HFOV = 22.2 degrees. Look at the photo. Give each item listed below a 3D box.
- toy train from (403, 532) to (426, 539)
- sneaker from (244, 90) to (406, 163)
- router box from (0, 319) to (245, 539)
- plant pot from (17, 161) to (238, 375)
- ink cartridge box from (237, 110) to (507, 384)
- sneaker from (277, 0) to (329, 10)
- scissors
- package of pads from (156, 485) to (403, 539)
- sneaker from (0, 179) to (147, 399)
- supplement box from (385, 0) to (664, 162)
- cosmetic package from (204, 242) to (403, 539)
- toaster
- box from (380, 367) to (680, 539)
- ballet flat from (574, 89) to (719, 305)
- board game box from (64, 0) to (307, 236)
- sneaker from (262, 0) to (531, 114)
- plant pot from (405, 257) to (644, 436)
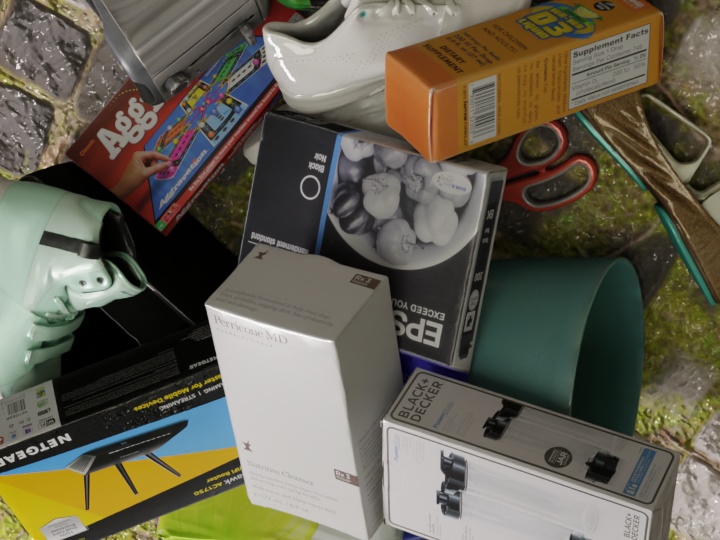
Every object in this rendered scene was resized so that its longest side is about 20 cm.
[{"bbox_3d":[0.002,0.278,1.562,0.200,0.116,0.085,-16,120,23],"label":"toy train"},{"bbox_3d":[0.007,-0.104,1.431,0.200,0.075,0.089,-17,117,22],"label":"sneaker"},{"bbox_3d":[-0.174,0.129,1.389,0.200,0.051,0.149,-21,139,1],"label":"router box"},{"bbox_3d":[-0.214,0.023,1.500,0.200,0.177,0.200,42,117,-3],"label":"plant pot"},{"bbox_3d":[0.000,0.000,1.345,0.198,0.043,0.200,17,105,30],"label":"ink cartridge box"},{"bbox_3d":[0.024,-0.232,1.367,0.200,0.085,0.078,-17,105,23],"label":"sneaker"},{"bbox_3d":[0.091,-0.057,1.458,0.200,0.014,0.073,-26,104,24],"label":"scissors"},{"bbox_3d":[-0.058,0.169,1.504,0.200,0.068,0.155,9,80,5],"label":"package of pads"},{"bbox_3d":[-0.218,0.037,1.363,0.118,0.074,0.201,8,112,22],"label":"sneaker"},{"bbox_3d":[0.118,-0.144,1.312,0.067,0.200,0.069,45,145,45],"label":"supplement box"},{"bbox_3d":[-0.033,0.088,1.325,0.113,0.081,0.200,13,135,28],"label":"cosmetic package"},{"bbox_3d":[-0.157,-0.234,1.384,0.129,0.114,0.200,-33,76,-4],"label":"toaster"},{"bbox_3d":[0.116,0.153,1.290,0.200,0.060,0.117,16,135,20],"label":"box"},{"bbox_3d":[0.240,-0.069,1.385,0.072,0.068,0.200,-35,94,8],"label":"ballet flat"},{"bbox_3d":[-0.126,-0.135,1.424,0.103,0.019,0.200,38,85,14],"label":"board game box"},{"bbox_3d":[0.025,-0.183,1.338,0.200,0.075,0.089,-21,136,5],"label":"sneaker"},{"bbox_3d":[0.114,0.081,1.412,0.161,0.201,0.201,6,114,22],"label":"plant pot"}]
